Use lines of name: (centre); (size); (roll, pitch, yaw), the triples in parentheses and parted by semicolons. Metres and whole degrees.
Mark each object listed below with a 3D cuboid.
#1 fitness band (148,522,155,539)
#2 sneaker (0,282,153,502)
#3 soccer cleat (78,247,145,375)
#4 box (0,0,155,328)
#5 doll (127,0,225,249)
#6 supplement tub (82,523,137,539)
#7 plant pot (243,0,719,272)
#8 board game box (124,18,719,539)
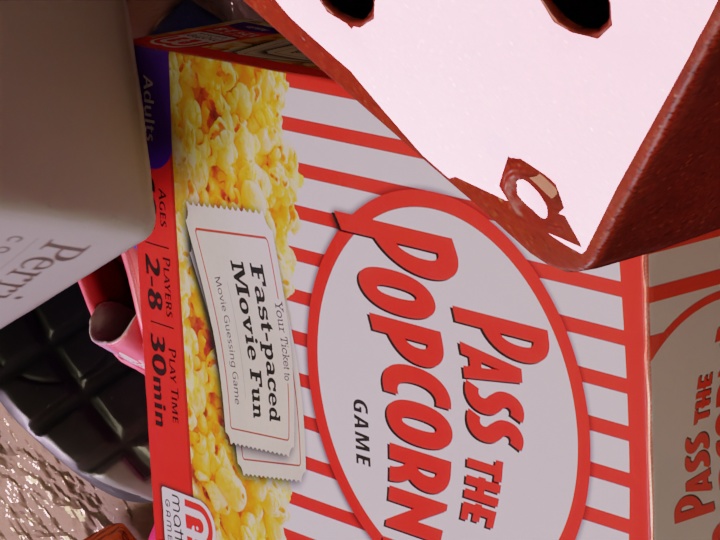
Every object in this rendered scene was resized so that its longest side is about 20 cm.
fitness band: (0.026, 0.117, 0.916); (0.200, 0.037, 0.144); (18, 161, 23)
sneaker: (-0.114, 0.001, 1.006); (0.200, 0.075, 0.079); (51, 162, 20)
soccer cleat: (-0.042, 0.025, 0.929); (0.200, 0.073, 0.068); (56, 148, -10)
box: (-0.189, -0.073, 0.812); (0.199, 0.171, 0.200); (-30, 63, 43)
doll: (0.000, 0.000, 0.857); (0.200, 0.048, 0.136); (43, 119, -3)
supplement tub: (-0.065, 0.200, 1.097); (0.200, 0.123, 0.123); (53, 148, -6)
plant pot: (0.062, -0.120, 0.551); (0.200, 0.176, 0.200); (41, 148, 12)
board game box: (0.020, 0.022, 0.751); (0.200, 0.046, 0.152); (13, 111, 49)
